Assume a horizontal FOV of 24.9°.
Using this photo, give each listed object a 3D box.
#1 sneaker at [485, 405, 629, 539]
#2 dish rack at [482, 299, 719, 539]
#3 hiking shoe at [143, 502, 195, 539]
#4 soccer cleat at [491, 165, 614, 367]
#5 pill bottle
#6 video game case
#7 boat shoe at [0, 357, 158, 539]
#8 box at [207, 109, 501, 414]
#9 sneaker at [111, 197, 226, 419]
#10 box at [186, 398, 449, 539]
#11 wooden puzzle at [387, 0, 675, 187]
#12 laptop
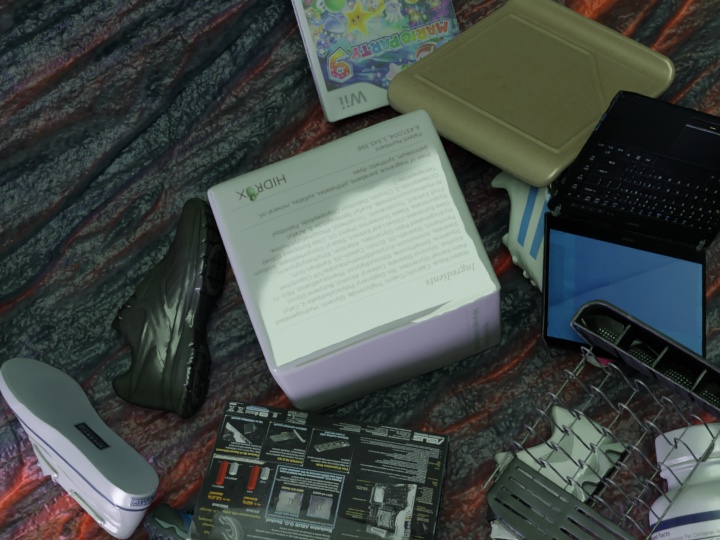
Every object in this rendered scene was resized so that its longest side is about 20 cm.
[{"bbox_3d":[0.136,0.202,1.380,0.088,0.074,0.200,35,70,13],"label":"sneaker"},{"bbox_3d":[0.195,0.142,1.308,0.153,0.055,0.200,32,81,30],"label":"dish rack"},{"bbox_3d":[-0.086,0.240,1.395,0.200,0.074,0.087,24,60,7],"label":"hiking shoe"},{"bbox_3d":[0.174,-0.007,1.445,0.086,0.070,0.201,-19,84,37],"label":"soccer cleat"},{"bbox_3d":[0.300,0.230,1.331,0.119,0.120,0.201,-6,73,3],"label":"pill bottle"},{"bbox_3d":[0.009,-0.251,1.490,0.143,0.018,0.201,-18,100,-10],"label":"video game case"},{"bbox_3d":[-0.257,0.155,1.423,0.200,0.073,0.065,43,122,32],"label":"boat shoe"},{"bbox_3d":[0.000,0.000,1.379,0.199,0.199,0.172,-20,74,-1],"label":"box"},{"bbox_3d":[-0.174,0.029,1.454,0.090,0.076,0.201,5,73,12],"label":"sneaker"},{"bbox_3d":[-0.032,0.193,1.361,0.199,0.050,0.158,8,43,3],"label":"box"},{"bbox_3d":[0.152,-0.162,1.454,0.185,0.037,0.200,32,54,28],"label":"wooden puzzle"},{"bbox_3d":[0.256,-0.028,1.376,0.177,0.200,0.103,11,36,-27],"label":"laptop"}]
